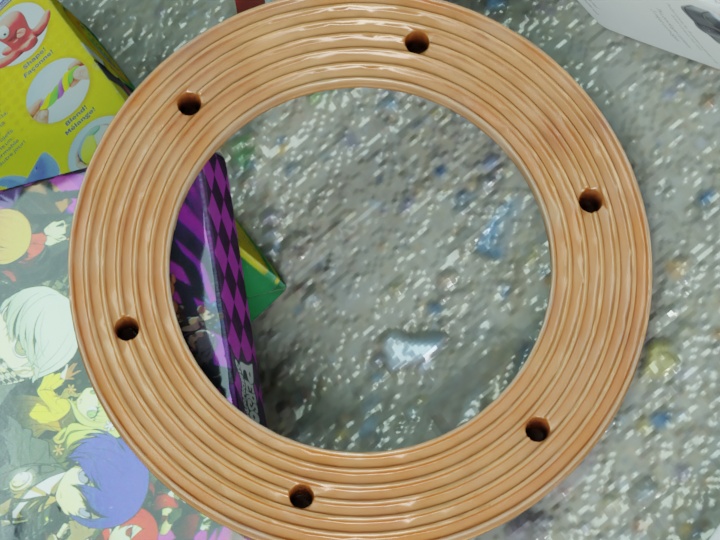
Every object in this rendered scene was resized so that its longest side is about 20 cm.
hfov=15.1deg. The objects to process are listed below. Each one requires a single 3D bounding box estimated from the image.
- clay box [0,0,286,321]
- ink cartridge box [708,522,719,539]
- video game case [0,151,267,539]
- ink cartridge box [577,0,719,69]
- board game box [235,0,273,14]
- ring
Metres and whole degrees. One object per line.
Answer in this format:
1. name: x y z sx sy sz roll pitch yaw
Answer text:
1. clay box: -0.125 -0.025 1.059 0.115 0.048 0.200 -43 51 6
2. ink cartridge box: 0.177 0.064 0.828 0.095 0.037 0.200 32 82 39
3. video game case: -0.120 0.071 0.964 0.181 0.036 0.200 -13 74 15
4. ink cartridge box: 0.169 -0.117 0.910 0.200 0.068 0.115 25 81 39
5. board game box: -0.003 -0.164 1.001 0.200 0.019 0.103 -53 40 47
6. ring: 0.000 0.000 0.931 0.200 0.019 0.201 0 73 -1
